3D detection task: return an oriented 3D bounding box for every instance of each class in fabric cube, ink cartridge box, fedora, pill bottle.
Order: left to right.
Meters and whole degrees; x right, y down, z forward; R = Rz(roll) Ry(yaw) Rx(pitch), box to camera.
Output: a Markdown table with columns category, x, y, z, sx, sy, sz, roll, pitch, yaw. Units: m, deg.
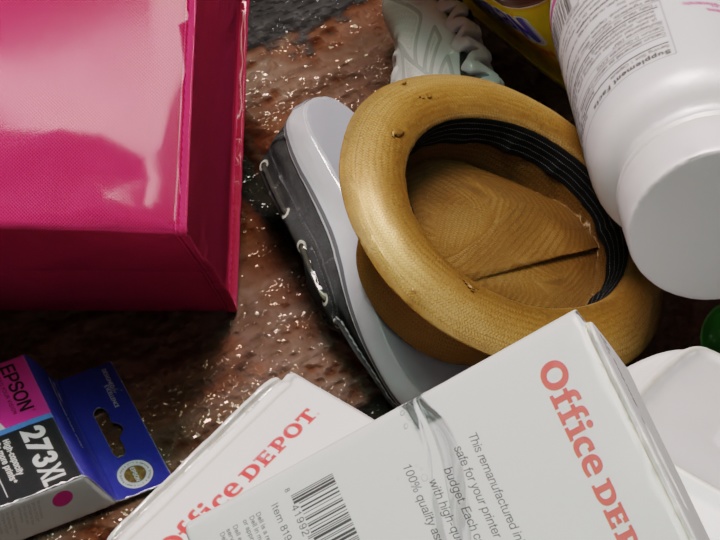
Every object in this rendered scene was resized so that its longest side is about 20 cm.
| category | x | y | z | sx | sy | sz | roll | pitch | yaw |
| --- | --- | --- | --- | --- | --- | --- | --- | --- | --- |
| ink cartridge box | -0.205 | 0.102 | 1.430 | 0.199 | 0.037 | 0.095 | -19 | 47 | -16 |
| fabric cube | -0.169 | -0.092 | 1.457 | 0.198 | 0.200 | 0.198 | 0 | 77 | 5 |
| ink cartridge box | -0.003 | 0.157 | 1.322 | 0.199 | 0.085 | 0.146 | 30 | 55 | 26 |
| ink cartridge box | 0.047 | 0.132 | 1.189 | 0.199 | 0.083 | 0.147 | -29 | 64 | 10 |
| fedora | 0.063 | -0.010 | 1.447 | 0.200 | 0.082 | 0.202 | 20 | 47 | -23 |
| pill bottle | 0.166 | -0.084 | 1.436 | 0.113 | 0.114 | 0.201 | -7 | 40 | -2 |

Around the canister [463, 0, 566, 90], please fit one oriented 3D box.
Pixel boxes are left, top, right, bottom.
| category | x | y | z | sx | sy | sz | roll | pitch | yaw |
| --- | --- | --- | --- | --- | --- | --- | --- | --- | --- |
| canister | 0.081 | -0.192 | 1.564 | 0.087 | 0.200 | 0.148 | -48 | 52 | 1 |

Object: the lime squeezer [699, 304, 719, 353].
| category | x | y | z | sx | sy | sz | roll | pitch | yaw |
| --- | --- | --- | --- | --- | --- | --- | --- | --- | --- |
| lime squeezer | 0.175 | 0.044 | 1.432 | 0.200 | 0.071 | 0.038 | -38 | 78 | -9 |

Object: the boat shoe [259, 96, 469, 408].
| category | x | y | z | sx | sy | sz | roll | pitch | yaw |
| --- | --- | --- | --- | --- | --- | --- | --- | --- | --- |
| boat shoe | 0.000 | 0.000 | 1.495 | 0.068 | 0.057 | 0.201 | 9 | 48 | -42 |

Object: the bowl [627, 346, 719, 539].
| category | x | y | z | sx | sy | sz | roll | pitch | yaw |
| --- | --- | --- | --- | --- | --- | --- | --- | --- | --- |
| bowl | 0.176 | 0.111 | 1.291 | 0.199 | 0.075 | 0.200 | 29 | 28 | 16 |

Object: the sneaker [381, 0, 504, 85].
| category | x | y | z | sx | sy | sz | roll | pitch | yaw |
| --- | --- | --- | --- | --- | --- | --- | --- | --- | --- |
| sneaker | 0.042 | -0.093 | 1.577 | 0.081 | 0.075 | 0.201 | -22 | 47 | -4 |
